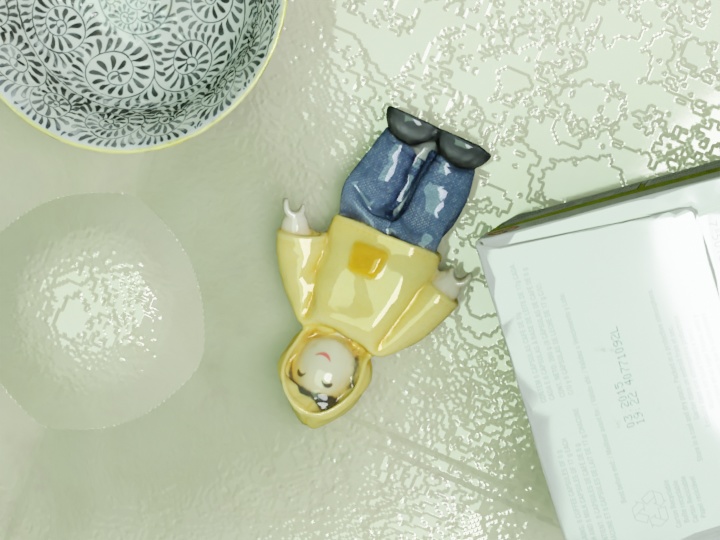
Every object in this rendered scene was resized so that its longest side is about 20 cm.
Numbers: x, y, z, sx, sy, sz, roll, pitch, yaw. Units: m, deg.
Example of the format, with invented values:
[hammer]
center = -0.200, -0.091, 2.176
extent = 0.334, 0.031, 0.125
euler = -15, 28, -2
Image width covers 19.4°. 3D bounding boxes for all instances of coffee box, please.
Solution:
[coffee box]
center = 0.196, 0.044, 1.184
extent = 0.199, 0.198, 0.200
euler = -16, 93, 11

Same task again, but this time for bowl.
[bowl]
center = -0.133, -0.171, 1.269
extent = 0.200, 0.094, 0.202
euler = 1, 94, 9

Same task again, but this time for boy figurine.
[boy figurine]
center = 0.000, 0.000, 1.278
extent = 0.124, 0.064, 0.200
euler = 28, 94, 3
